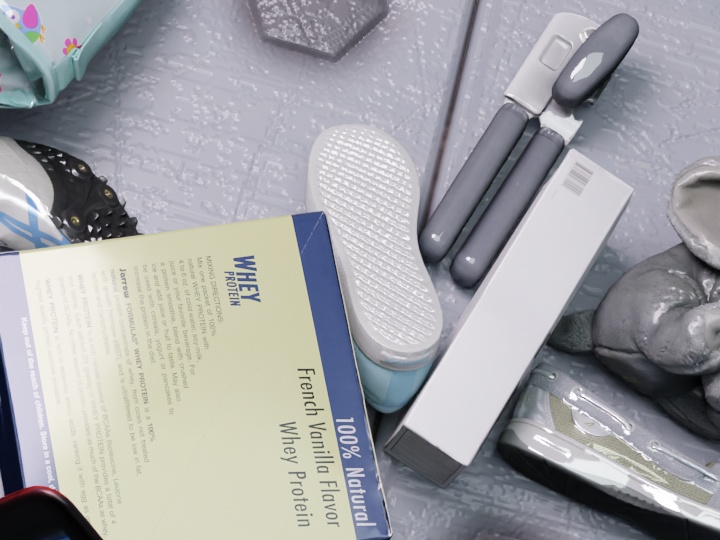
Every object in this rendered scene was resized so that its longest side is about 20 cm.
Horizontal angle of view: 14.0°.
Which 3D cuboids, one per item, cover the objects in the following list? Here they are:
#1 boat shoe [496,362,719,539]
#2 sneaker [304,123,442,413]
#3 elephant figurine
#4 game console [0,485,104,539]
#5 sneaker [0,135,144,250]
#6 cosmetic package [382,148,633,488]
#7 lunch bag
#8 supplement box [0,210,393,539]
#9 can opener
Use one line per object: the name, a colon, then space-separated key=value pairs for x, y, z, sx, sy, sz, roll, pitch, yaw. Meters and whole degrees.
boat shoe: x=0.183 y=0.122 z=1.751 sx=0.201 sy=0.074 sz=0.065 roll=23 pitch=72 yaw=7
sneaker: x=0.000 y=0.000 z=1.769 sx=0.073 sy=0.082 sz=0.201 roll=4 pitch=46 yaw=-13
elephant figurine: x=0.241 y=-0.004 z=1.777 sx=0.155 sy=0.141 sz=0.201 roll=35 pitch=74 yaw=-11
game console: x=-0.178 y=0.231 z=1.484 sx=0.172 sy=0.118 sz=0.200 roll=-45 pitch=110 yaw=-20
sneaker: x=-0.219 y=-0.043 z=1.755 sx=0.199 sy=0.073 sz=0.072 roll=28 pitch=39 yaw=-11
cosmetic package: x=0.089 y=0.030 z=1.753 sx=0.050 sy=0.083 sz=0.201 roll=32 pitch=74 yaw=-1
lunch bag: x=-0.223 y=-0.196 z=1.753 sx=0.199 sy=0.122 sz=0.171 roll=32 pitch=49 yaw=7
supplement box: x=-0.105 y=0.091 z=1.679 sx=0.198 sy=0.134 sz=0.201 roll=-8 pitch=72 yaw=-12
can opener: x=0.102 y=-0.083 z=1.819 sx=0.052 sy=0.067 sz=0.201 roll=33 pitch=73 yaw=2
